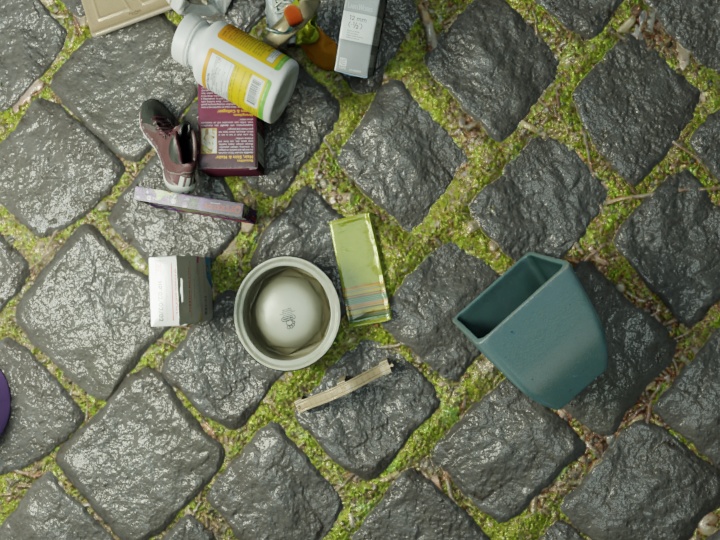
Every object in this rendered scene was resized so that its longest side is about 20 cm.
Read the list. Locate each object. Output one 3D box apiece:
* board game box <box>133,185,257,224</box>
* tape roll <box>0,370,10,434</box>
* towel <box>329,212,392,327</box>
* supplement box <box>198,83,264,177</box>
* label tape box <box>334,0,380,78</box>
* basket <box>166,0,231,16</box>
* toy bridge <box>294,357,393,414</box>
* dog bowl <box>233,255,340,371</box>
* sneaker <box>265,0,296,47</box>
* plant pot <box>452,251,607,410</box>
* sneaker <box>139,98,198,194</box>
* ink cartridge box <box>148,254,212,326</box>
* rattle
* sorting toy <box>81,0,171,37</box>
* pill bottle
[{"bbox_3d":[-0.293,-0.117,1.166,0.194,0.120,0.033,9,93,3],"label":"board game box"},{"bbox_3d":[-0.765,0.253,1.206,0.194,0.066,0.207,0,90,1],"label":"tape roll"},{"bbox_3d":[0.000,0.000,1.206,0.083,0.018,0.206,-12,89,1],"label":"towel"},{"bbox_3d":[-0.235,-0.280,1.182,0.107,0.086,0.207,-1,89,1],"label":"supplement box"},{"bbox_3d":[0.009,-0.445,1.120,0.064,0.144,0.206,13,108,2],"label":"label tape box"},{"bbox_3d":[-0.278,-0.571,1.129,0.124,0.135,0.201,45,124,9],"label":"basket"},{"bbox_3d":[-0.029,0.211,1.180,0.196,0.067,0.028,-25,89,2],"label":"toy bridge"},{"bbox_3d":[-0.130,0.076,1.182,0.194,0.074,0.207,0,89,1],"label":"dog bowl"},{"bbox_3d":[-0.151,-0.515,1.182,0.073,0.087,0.206,-13,90,0],"label":"sneaker"},{"bbox_3d":[0.307,0.116,1.116,0.195,0.196,0.201,-39,99,1],"label":"plant pot"},{"bbox_3d":[-0.332,-0.249,1.153,0.074,0.116,0.204,-18,72,-35],"label":"sneaker"},{"bbox_3d":[-0.316,0.034,1.124,0.066,0.200,0.119,-3,89,2],"label":"ink cartridge box"},{"bbox_3d":[-0.092,-0.386,1.099,0.128,0.200,0.145,-27,115,-5],"label":"rattle"},{"bbox_3d":[-0.446,-0.558,1.221,0.180,0.036,0.205,-18,84,2],"label":"sorting toy"},{"bbox_3d":[-0.211,-0.344,1.084,0.196,0.111,0.113,29,90,0],"label":"pill bottle"}]
